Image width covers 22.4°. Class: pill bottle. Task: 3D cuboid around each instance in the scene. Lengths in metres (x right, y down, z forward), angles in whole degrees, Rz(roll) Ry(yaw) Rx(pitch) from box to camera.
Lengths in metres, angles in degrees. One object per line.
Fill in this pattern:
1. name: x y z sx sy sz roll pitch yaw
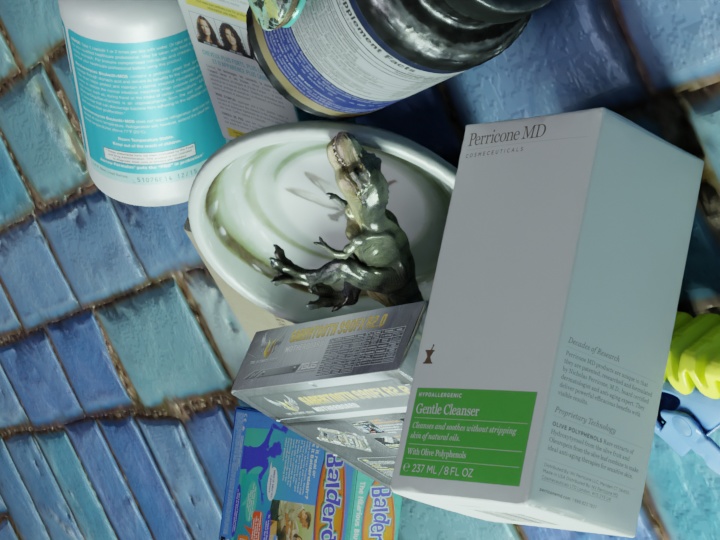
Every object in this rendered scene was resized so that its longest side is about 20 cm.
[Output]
1. pill bottle: 0.026 -0.154 0.979 0.200 0.112 0.112 -17 100 61
2. pill bottle: -0.148 -0.153 1.266 0.111 0.110 0.201 35 142 39

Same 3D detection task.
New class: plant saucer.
1. plant saucer: -0.006 -0.035 1.134 0.199 0.050 0.201 9 143 7

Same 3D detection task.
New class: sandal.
1. sandal: 0.165 0.064 0.982 0.200 0.079 0.087 14 130 56

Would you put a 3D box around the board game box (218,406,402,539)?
1. board game box: -0.041 0.187 1.381 0.200 0.045 0.153 2 83 59

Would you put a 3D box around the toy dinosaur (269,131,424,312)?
1. toy dinosaur: 0.000 0.000 1.102 0.088 0.048 0.200 -10 141 18

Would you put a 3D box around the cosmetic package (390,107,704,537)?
1. cosmetic package: 0.096 0.027 0.931 0.107 0.085 0.201 -5 71 51

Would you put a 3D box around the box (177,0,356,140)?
1. box: -0.066 -0.161 1.117 0.082 0.049 0.201 21 143 34

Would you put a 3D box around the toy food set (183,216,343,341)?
1. toy food set: -0.035 0.020 1.301 0.200 0.060 0.144 12 136 56

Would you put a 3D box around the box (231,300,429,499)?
1. box: 0.034 0.087 1.143 0.158 0.049 0.200 34 156 -24

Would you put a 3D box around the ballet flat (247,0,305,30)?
1. ballet flat: -0.048 -0.227 0.970 0.074 0.074 0.201 -26 50 62
